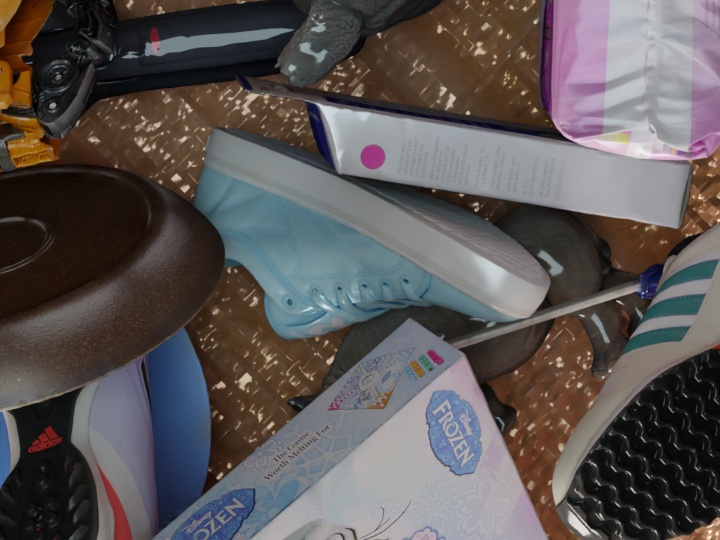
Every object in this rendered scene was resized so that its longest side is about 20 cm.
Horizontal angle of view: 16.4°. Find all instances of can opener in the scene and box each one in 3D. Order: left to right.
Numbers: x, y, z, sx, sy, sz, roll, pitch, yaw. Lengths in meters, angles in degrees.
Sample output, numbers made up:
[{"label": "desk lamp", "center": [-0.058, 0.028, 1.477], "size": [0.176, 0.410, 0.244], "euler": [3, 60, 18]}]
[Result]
[{"label": "can opener", "center": [-0.096, -0.105, 1.166], "size": [0.199, 0.063, 0.079], "euler": [-4, 92, 7]}]

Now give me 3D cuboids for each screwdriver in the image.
[{"label": "screwdriver", "center": [0.112, 0.014, 1.117], "size": [0.200, 0.028, 0.029], "euler": [-21, 60, -27]}]

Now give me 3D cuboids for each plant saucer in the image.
[{"label": "plant saucer", "center": [-0.160, 0.001, 1.111], "size": [0.200, 0.200, 0.032], "euler": [-8, 118, 7]}]

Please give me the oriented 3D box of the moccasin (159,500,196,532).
[{"label": "moccasin", "center": [-0.065, 0.146, 1.148], "size": [0.200, 0.081, 0.068], "euler": [14, 122, -24]}]

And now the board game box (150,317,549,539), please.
[{"label": "board game box", "center": [-0.008, 0.155, 1.085], "size": [0.199, 0.043, 0.200], "euler": [-39, 133, -15]}]

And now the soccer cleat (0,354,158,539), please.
[{"label": "soccer cleat", "center": [-0.119, 0.080, 1.098], "size": [0.068, 0.200, 0.073], "euler": [-17, 134, 17]}]

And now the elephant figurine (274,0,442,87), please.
[{"label": "elephant figurine", "center": [-0.020, -0.210, 1.123], "size": [0.141, 0.155, 0.200], "euler": [-43, 86, 24]}]

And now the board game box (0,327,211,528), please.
[{"label": "board game box", "center": [-0.165, 0.072, 1.197], "size": [0.199, 0.039, 0.158], "euler": [-3, 99, 9]}]

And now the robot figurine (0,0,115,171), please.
[{"label": "robot figurine", "center": [-0.176, -0.117, 1.125], "size": [0.145, 0.058, 0.200], "euler": [-11, 55, 10]}]

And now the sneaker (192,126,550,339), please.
[{"label": "sneaker", "center": [0.000, 0.000, 1.132], "size": [0.200, 0.074, 0.082], "euler": [25, 102, 41]}]

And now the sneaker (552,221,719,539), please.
[{"label": "sneaker", "center": [0.149, 0.037, 1.075], "size": [0.070, 0.093, 0.200], "euler": [45, 79, -18]}]

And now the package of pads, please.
[{"label": "package of pads", "center": [0.117, -0.114, 1.073], "size": [0.075, 0.200, 0.121], "euler": [5, 97, 1]}]

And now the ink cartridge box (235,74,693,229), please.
[{"label": "ink cartridge box", "center": [0.041, -0.054, 1.116], "size": [0.199, 0.095, 0.037], "euler": [11, 97, -7]}]

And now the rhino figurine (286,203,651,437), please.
[{"label": "rhino figurine", "center": [0.040, 0.045, 1.157], "size": [0.200, 0.060, 0.088], "euler": [-35, 93, 3]}]
